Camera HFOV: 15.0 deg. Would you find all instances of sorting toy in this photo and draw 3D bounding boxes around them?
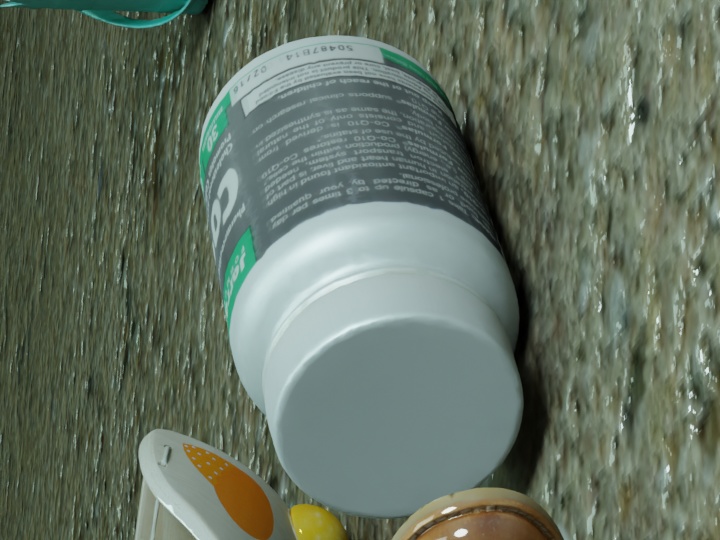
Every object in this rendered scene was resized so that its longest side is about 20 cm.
[{"bbox_3d":[-0.059,0.201,1.239,0.180,0.107,0.200,-103,21,-69],"label":"sorting toy"}]

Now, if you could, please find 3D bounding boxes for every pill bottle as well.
[{"bbox_3d":[0.000,0.000,1.088,0.200,0.113,0.113,-105,24,-56],"label":"pill bottle"}]

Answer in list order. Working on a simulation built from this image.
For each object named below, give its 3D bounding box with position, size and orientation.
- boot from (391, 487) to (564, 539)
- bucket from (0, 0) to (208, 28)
[{"bbox_3d":[0.042,0.188,0.910,0.155,0.077,0.200,-100,16,-57],"label":"boot"},{"bbox_3d":[-0.163,-0.262,1.816,0.207,0.135,0.207,-175,90,-78],"label":"bucket"}]
